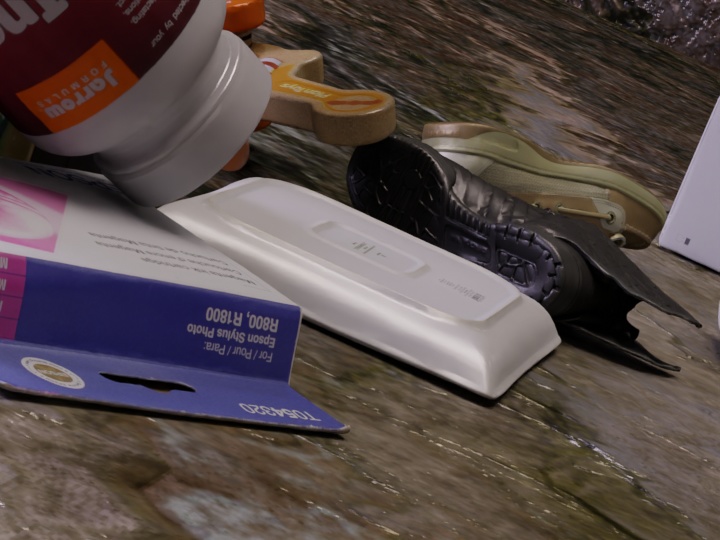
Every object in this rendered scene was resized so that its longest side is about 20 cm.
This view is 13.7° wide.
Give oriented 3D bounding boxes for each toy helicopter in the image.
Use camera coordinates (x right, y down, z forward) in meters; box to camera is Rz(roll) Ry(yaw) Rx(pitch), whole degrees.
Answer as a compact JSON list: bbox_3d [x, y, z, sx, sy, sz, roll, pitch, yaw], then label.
[{"bbox_3d":[-0.063,-0.099,1.699,0.132,0.079,0.199,-20,25,-39],"label":"toy helicopter"}]

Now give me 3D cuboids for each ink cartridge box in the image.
[{"bbox_3d":[-0.124,0.000,1.243,0.196,0.044,0.200,11,15,-47],"label":"ink cartridge box"}]

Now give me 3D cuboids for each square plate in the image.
[{"bbox_3d":[0.000,0.000,1.509,0.197,0.029,0.200,24,12,9],"label":"square plate"}]

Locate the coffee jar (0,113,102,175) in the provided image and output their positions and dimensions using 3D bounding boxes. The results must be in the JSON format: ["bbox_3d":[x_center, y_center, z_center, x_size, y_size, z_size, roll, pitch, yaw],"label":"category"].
[{"bbox_3d":[-0.194,-0.101,1.457,0.199,0.086,0.104,24,13,6],"label":"coffee jar"}]

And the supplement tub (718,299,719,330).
[{"bbox_3d":[0.323,0.016,1.750,0.199,0.145,0.145,21,11,-6],"label":"supplement tub"}]

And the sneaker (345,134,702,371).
[{"bbox_3d":[0.088,-0.010,1.658,0.200,0.060,0.104,34,14,36],"label":"sneaker"}]

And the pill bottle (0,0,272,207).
[{"bbox_3d":[-0.131,-0.124,1.285,0.200,0.113,0.113,46,-1,-28],"label":"pill bottle"}]

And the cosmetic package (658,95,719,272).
[{"bbox_3d":[0.332,-0.043,2.103,0.199,0.123,0.200,24,10,9],"label":"cosmetic package"}]

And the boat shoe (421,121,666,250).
[{"bbox_3d":[0.110,-0.038,1.845,0.073,0.063,0.200,0,-14,42],"label":"boat shoe"}]
